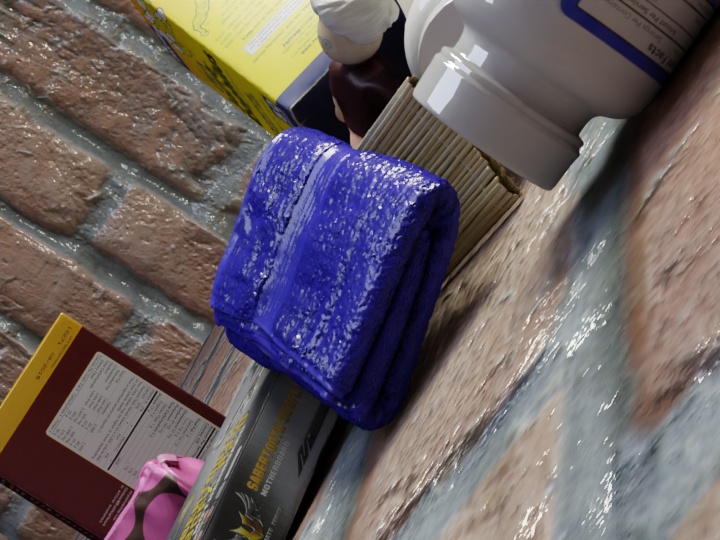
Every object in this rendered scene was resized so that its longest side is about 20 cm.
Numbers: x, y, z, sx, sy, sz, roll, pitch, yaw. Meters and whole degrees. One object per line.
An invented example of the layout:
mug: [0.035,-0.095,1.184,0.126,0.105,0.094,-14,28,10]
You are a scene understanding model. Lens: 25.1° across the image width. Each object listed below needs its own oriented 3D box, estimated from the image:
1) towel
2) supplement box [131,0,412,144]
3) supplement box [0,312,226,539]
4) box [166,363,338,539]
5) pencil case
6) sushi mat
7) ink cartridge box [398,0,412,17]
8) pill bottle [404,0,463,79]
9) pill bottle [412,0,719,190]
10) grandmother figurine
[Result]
towel: [-0.024,-0.003,0.945,0.200,0.049,0.148,25,100,59]
supplement box: [-0.060,-0.172,1.161,0.110,0.200,0.109,-46,-33,-7]
supplement box: [-0.203,0.155,1.339,0.133,0.200,0.197,-58,6,-14]
box: [-0.070,0.131,1.048,0.201,0.048,0.158,-65,9,-31]
pencil case: [-0.163,0.223,1.171,0.200,0.093,0.091,-55,6,7]
sushi mat: [0.020,-0.029,1.001,0.012,0.096,0.200,-35,-10,-40]
ink cartridge box: [0.015,-0.169,1.267,0.116,0.200,0.068,-58,6,-14]
pill bottle: [0.086,-0.159,1.058,0.112,0.112,0.200,-55,6,20]
pill bottle: [0.112,-0.142,0.751,0.200,0.112,0.112,-56,6,11]
grandmother figurine: [0.009,-0.093,1.017,0.060,0.201,0.121,-33,35,-27]
